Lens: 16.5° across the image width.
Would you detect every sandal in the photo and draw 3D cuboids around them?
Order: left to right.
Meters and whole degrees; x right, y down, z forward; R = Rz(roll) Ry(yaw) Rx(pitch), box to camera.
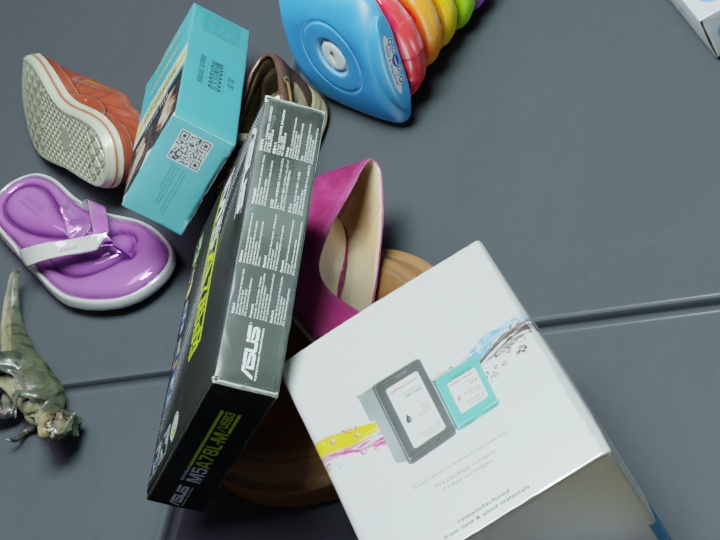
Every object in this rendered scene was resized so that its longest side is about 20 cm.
[{"bbox_3d":[-0.215,-0.026,1.815,0.202,0.050,0.083,24,67,44],"label":"sandal"}]

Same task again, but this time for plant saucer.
[{"bbox_3d":[-0.024,0.063,1.624,0.200,0.032,0.201,-18,43,18],"label":"plant saucer"}]

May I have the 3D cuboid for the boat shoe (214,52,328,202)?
[{"bbox_3d":[-0.077,-0.069,1.750,0.072,0.072,0.200,-5,49,29],"label":"boat shoe"}]

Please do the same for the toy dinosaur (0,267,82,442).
[{"bbox_3d":[-0.254,0.077,1.749,0.088,0.048,0.200,-22,40,-8],"label":"toy dinosaur"}]

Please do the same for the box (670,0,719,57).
[{"bbox_3d":[0.292,-0.250,1.709,0.200,0.041,0.156,-32,41,4],"label":"box"}]

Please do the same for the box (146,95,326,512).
[{"bbox_3d":[-0.078,0.024,1.541,0.047,0.193,0.201,14,62,-8],"label":"box"}]

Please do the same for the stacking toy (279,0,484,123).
[{"bbox_3d":[0.049,-0.206,1.794,0.200,0.116,0.110,-39,40,-27],"label":"stacking toy"}]

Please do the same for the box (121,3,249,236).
[{"bbox_3d":[-0.123,-0.111,1.770,0.082,0.049,0.200,-57,14,24],"label":"box"}]

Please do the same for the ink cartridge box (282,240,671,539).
[{"bbox_3d":[0.071,0.118,1.425,0.146,0.147,0.200,-32,41,3],"label":"ink cartridge box"}]

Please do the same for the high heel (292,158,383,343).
[{"bbox_3d":[0.000,0.000,1.596,0.096,0.067,0.200,-42,28,7],"label":"high heel"}]

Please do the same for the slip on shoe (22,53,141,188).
[{"bbox_3d":[-0.209,-0.115,1.893,0.061,0.074,0.200,-11,26,-28],"label":"slip on shoe"}]
